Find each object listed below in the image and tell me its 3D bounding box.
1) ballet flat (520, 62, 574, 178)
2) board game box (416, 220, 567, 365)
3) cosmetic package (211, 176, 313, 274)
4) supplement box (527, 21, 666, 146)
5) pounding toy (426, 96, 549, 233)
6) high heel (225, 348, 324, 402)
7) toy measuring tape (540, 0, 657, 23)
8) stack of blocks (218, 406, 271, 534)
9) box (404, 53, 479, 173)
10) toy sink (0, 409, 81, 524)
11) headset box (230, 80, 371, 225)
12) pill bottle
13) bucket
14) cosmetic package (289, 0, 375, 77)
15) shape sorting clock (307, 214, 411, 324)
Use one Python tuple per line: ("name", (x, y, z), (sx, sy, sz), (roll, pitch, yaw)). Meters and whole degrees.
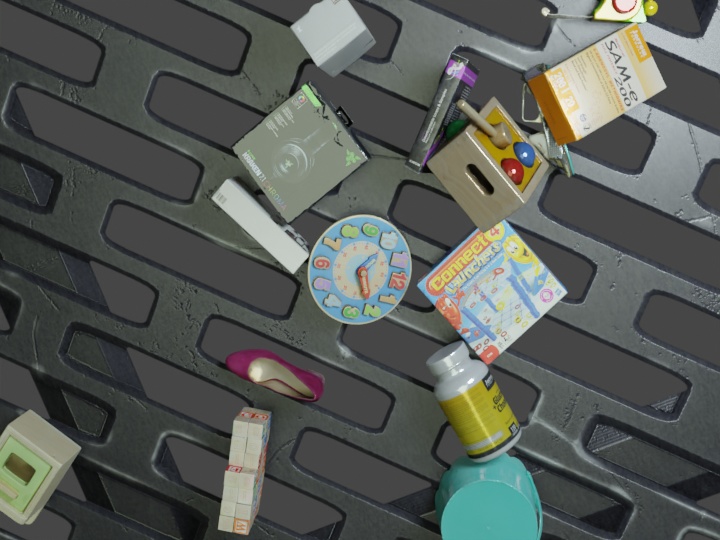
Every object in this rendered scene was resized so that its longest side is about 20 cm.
("ballet flat", (0.319, -0.255, 1.685), (0.071, 0.072, 0.205), (-14, 93, 7))
("board game box", (0.236, 0.029, 1.743), (0.200, 0.056, 0.196), (-43, 93, 10))
("cosmetic package", (-0.174, -0.085, 1.751), (0.200, 0.083, 0.051), (43, 98, -3))
("supplement box", (0.400, -0.315, 1.630), (0.198, 0.073, 0.128), (-31, 97, -14))
("pounding toy", (0.212, -0.200, 1.617), (0.201, 0.184, 0.142), (49, 129, -7))
("high heel", (-0.162, 0.199, 1.786), (0.196, 0.096, 0.069), (20, 101, 2))
("toy measuring tape", (0.408, -0.461, 1.643), (0.195, 0.074, 0.075), (5, 100, 4))
("stack of blocks", (-0.216, 0.373, 1.810), (0.057, 0.115, 0.205), (9, 99, 3))
("box", (0.141, -0.264, 1.660), (0.036, 0.143, 0.203), (24, 100, 11))
("toy sink", (-0.656, 0.398, 1.856), (0.129, 0.112, 0.201), (36, 100, -1))
("headset box", (-0.098, -0.214, 1.716), (0.199, 0.093, 0.175), (-36, 95, 9))
("pill bottle", (0.201, 0.235, 1.750), (0.111, 0.112, 0.202), (-29, 96, 9))
("bucket", (0.233, 0.446, 1.769), (0.202, 0.135, 0.212), (1, 99, 5))
("cosmetic package", (-0.043, -0.397, 1.627), (0.106, 0.200, 0.091), (-36, 95, 10))
("shape sorting clock", (0.000, 0.000, 1.746), (0.196, 0.039, 0.205), (-5, 106, -18))
